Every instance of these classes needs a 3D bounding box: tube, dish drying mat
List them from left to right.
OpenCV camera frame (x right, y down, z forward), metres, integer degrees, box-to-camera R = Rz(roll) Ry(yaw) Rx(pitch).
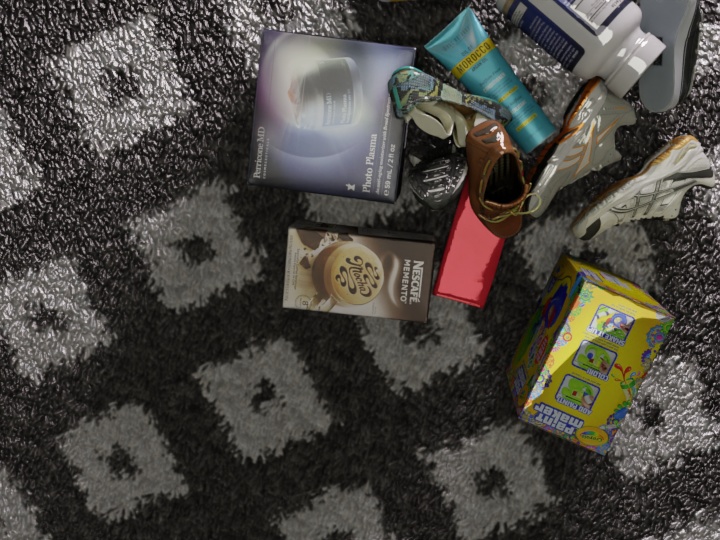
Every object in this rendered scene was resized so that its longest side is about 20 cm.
[{"bbox_3d":[0.163,-0.051,1.263,0.077,0.018,0.201,15,103,1],"label":"dish drying mat"},{"bbox_3d":[0.178,-0.247,1.213,0.077,0.050,0.200,-40,91,5],"label":"tube"}]

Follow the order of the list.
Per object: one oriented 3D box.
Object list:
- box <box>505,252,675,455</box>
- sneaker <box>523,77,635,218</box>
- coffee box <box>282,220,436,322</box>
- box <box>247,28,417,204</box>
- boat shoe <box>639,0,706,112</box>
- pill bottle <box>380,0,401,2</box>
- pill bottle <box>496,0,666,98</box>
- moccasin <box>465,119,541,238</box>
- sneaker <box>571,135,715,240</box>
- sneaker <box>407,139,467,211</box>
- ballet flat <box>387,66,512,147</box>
[{"bbox_3d":[0.290,0.101,1.190,0.122,0.200,0.193,23,101,0],"label":"box"},{"bbox_3d":[0.292,-0.147,1.208,0.092,0.076,0.200,29,103,-6],"label":"sneaker"},{"bbox_3d":[0.000,0.000,1.254,0.199,0.080,0.113,6,101,4],"label":"coffee box"},{"bbox_3d":[-0.035,-0.201,1.197,0.198,0.123,0.201,7,101,4],"label":"box"},{"bbox_3d":[0.403,-0.303,1.159,0.068,0.073,0.200,-20,115,-36],"label":"boat shoe"},{"bbox_3d":[0.068,-0.400,1.154,0.199,0.112,0.112,-3,101,6],"label":"pill bottle"},{"bbox_3d":[0.278,-0.311,1.141,0.200,0.111,0.111,43,101,6],"label":"pill bottle"},{"bbox_3d":[0.182,-0.102,1.159,0.073,0.202,0.078,-24,55,-8],"label":"moccasin"},{"bbox_3d":[0.378,-0.089,1.209,0.200,0.076,0.088,-36,96,11],"label":"sneaker"},{"bbox_3d":[0.103,-0.110,1.167,0.074,0.200,0.080,-11,109,8],"label":"sneaker"},{"bbox_3d":[0.113,-0.188,1.132,0.200,0.074,0.074,12,105,-35],"label":"ballet flat"}]
